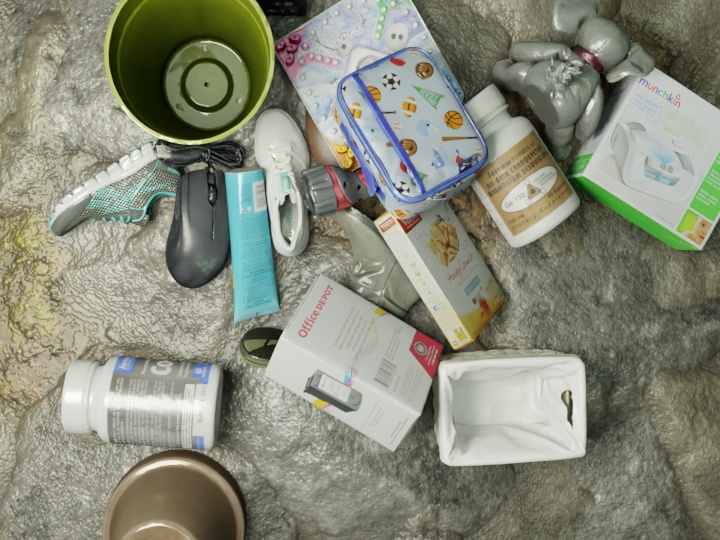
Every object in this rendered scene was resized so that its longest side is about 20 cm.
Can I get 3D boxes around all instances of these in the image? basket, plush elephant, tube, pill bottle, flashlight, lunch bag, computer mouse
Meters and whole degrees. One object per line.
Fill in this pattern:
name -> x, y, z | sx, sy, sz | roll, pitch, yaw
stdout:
basket -> 0.196, 0.181, 1.151 | 0.195, 0.123, 0.139 | -2, 93, -4
plush elephant -> 0.290, -0.271, 1.116 | 0.154, 0.200, 0.166 | -38, 87, -6
tube -> -0.147, -0.034, 1.134 | 0.076, 0.050, 0.205 | -13, 106, -35
pill bottle -> -0.286, 0.174, 1.117 | 0.195, 0.114, 0.117 | 5, 92, -5
flashlight -> 0.020, -0.128, 1.108 | 0.196, 0.068, 0.069 | -20, 101, -14
pill bottle -> 0.200, -0.144, 1.145 | 0.113, 0.114, 0.202 | -35, 94, -3
lunch bag -> 0.060, -0.171, 1.063 | 0.158, 0.076, 0.202 | -26, 78, -19
computer mouse -> -0.212, -0.074, 1.122 | 0.136, 0.052, 0.205 | -1, 99, -40

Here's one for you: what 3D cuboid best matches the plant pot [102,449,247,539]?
plant pot -> -0.252, 0.353, 1.096 | 0.195, 0.175, 0.206 | 0, 91, -3

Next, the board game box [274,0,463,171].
board game box -> 0.013, -0.269, 1.134 | 0.198, 0.026, 0.202 | -32, 94, -3

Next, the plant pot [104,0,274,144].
plant pot -> -0.206, -0.253, 1.069 | 0.195, 0.193, 0.206 | 0, 92, -5

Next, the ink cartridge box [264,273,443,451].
ink cartridge box -> -0.005, 0.117, 1.095 | 0.197, 0.148, 0.086 | 29, 128, 2

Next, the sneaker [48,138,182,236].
sneaker -> -0.323, -0.092, 1.127 | 0.198, 0.078, 0.092 | -33, 98, -1

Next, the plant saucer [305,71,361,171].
plant saucer -> 0.021, -0.204, 1.168 | 0.195, 0.037, 0.206 | 0, 93, -5

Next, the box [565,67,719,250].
box -> 0.419, -0.155, 1.173 | 0.198, 0.097, 0.179 | 31, 92, -4

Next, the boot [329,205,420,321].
boot -> 0.000, 0.000, 1.160 | 0.199, 0.068, 0.131 | 39, 93, -5

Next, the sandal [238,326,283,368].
sandal -> -0.073, 0.130, 1.161 | 0.197, 0.081, 0.058 | 16, 126, -8

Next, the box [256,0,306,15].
box -> -0.167, -0.410, 1.098 | 0.195, 0.132, 0.118 | 0, 88, -5

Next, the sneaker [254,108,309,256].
sneaker -> -0.101, -0.121, 1.134 | 0.073, 0.088, 0.205 | -9, 92, -3

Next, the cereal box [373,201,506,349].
cereal box -> 0.111, -0.013, 1.134 | 0.039, 0.144, 0.202 | -29, 97, 36
